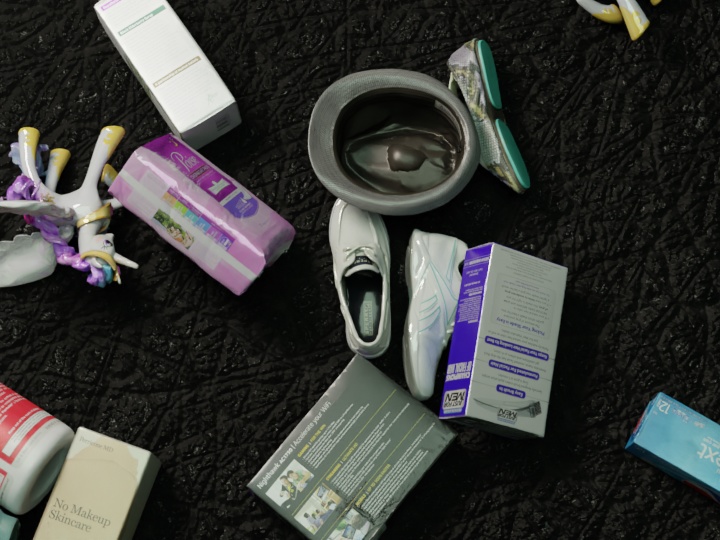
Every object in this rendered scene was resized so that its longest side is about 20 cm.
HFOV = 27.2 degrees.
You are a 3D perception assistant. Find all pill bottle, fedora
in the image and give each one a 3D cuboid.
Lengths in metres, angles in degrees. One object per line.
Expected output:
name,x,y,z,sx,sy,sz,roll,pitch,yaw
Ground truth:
pill bottle,-0.428,0.174,1.653,0.200,0.112,0.112,31,77,8
fedora,0.039,-0.141,1.746,0.199,0.090,0.178,-1,75,0

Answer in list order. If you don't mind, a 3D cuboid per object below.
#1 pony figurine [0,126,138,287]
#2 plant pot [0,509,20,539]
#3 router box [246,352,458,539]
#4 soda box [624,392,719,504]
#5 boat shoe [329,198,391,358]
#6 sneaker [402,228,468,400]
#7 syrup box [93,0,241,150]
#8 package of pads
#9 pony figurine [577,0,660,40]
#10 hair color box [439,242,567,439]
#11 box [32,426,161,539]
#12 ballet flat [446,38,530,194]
pony figurine,-0.354,-0.069,1.711,0.192,0.167,0.201,-1,59,-9
plant pot,-0.440,0.312,1.580,0.134,0.200,0.201,12,75,-5
router box,-0.008,0.216,1.670,0.149,0.051,0.200,39,78,11
soda box,0.402,0.218,1.662,0.200,0.064,0.068,30,78,8
boat shoe,0.000,0.000,1.721,0.072,0.066,0.201,-2,75,0
sneaker,0.089,0.051,1.706,0.080,0.070,0.201,6,76,-5
syrup box,-0.231,-0.248,1.781,0.081,0.079,0.200,-32,77,-8
package of pads,-0.178,-0.067,1.698,0.200,0.121,0.076,38,111,1
pony figurine,0.303,-0.404,1.790,0.200,0.167,0.193,40,84,-6
hair color box,0.162,0.081,1.678,0.109,0.065,0.201,18,73,-26
box,-0.301,0.284,1.640,0.095,0.078,0.201,17,76,6
ballet flat,0.146,-0.176,1.776,0.072,0.072,0.201,-14,75,-3
